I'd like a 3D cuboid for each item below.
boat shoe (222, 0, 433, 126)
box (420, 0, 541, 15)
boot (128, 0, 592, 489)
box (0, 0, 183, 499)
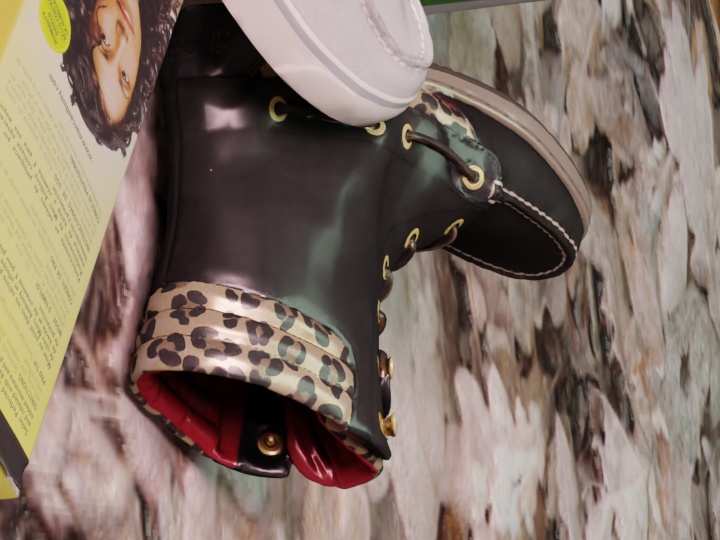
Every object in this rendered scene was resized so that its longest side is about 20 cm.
[{"bbox_3d":[-0.014,-0.119,0.853,0.072,0.068,0.200,-90,155,-44],"label":"boat shoe"},{"bbox_3d":[0.046,-0.213,0.976,0.199,0.170,0.201,35,52,-65],"label":"box"},{"bbox_3d":[0.000,0.000,0.959,0.200,0.073,0.152,34,53,-43],"label":"boot"},{"bbox_3d":[-0.099,-0.036,0.765,0.201,0.050,0.075,-76,152,-42],"label":"box"}]
